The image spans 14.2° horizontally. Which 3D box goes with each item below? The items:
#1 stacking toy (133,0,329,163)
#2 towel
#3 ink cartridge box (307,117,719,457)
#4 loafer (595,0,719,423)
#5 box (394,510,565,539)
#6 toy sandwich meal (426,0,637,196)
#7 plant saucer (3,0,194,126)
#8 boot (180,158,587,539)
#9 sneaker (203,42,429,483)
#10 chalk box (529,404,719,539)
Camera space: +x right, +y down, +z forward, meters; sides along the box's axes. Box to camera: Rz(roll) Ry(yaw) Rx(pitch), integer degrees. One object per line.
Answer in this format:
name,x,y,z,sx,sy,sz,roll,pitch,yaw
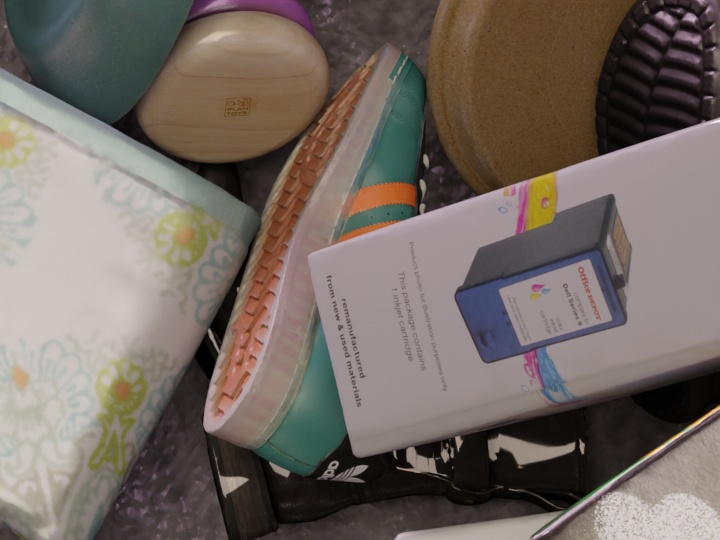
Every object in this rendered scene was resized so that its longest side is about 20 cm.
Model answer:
stacking toy,-0.072,-0.146,1.287,0.085,0.085,0.200,-16,53,2
towel,-0.165,0.003,1.205,0.200,0.048,0.171,28,78,-1
ink cartridge box,0.104,0.004,1.122,0.200,0.145,0.088,-16,85,37
loafer,0.147,-0.036,1.236,0.071,0.200,0.073,-18,33,-33
box,0.123,0.155,1.184,0.200,0.152,0.106,-9,77,4
toy sandwich meal,0.113,-0.111,1.260,0.205,0.070,0.205,-8,119,-14
plant saucer,-0.111,-0.160,1.247,0.036,0.200,0.200,14,78,-26
boot,0.011,0.025,1.275,0.174,0.069,0.200,-11,78,-4
sneaker,0.000,0.000,1.220,0.080,0.071,0.200,29,61,-18
chalk box,0.177,0.100,1.051,0.200,0.124,0.124,-33,75,-4
